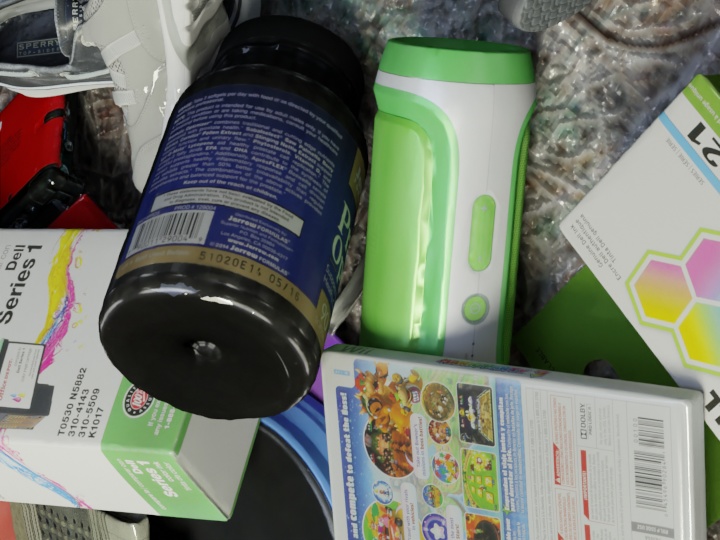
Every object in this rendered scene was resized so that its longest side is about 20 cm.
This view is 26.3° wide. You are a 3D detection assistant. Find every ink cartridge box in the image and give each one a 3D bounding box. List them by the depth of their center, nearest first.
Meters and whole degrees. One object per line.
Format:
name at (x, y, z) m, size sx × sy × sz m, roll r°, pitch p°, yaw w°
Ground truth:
ink cartridge box at (0.151, 0.031, 0.712) m, size 0.200 × 0.075 × 0.148 m, roll -49°, pitch 66°, yaw 33°
ink cartridge box at (-0.157, 0.056, 0.894) m, size 0.198 × 0.084 × 0.146 m, roll 1°, pitch 57°, yaw 24°

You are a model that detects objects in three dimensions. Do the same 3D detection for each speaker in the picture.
speaker at (0.042, -0.015, 0.790) m, size 0.088 × 0.088 × 0.202 m, roll 14°, pitch 106°, yaw 37°

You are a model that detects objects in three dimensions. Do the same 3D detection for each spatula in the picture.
spatula at (0.000, 0.000, 0.869) m, size 0.056 × 0.020 × 0.201 m, roll 37°, pitch 117°, yaw 29°

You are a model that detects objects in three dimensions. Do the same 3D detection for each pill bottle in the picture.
pill bottle at (-0.057, -0.034, 0.798) m, size 0.111 × 0.112 × 0.201 m, roll -23°, pitch 39°, yaw 39°

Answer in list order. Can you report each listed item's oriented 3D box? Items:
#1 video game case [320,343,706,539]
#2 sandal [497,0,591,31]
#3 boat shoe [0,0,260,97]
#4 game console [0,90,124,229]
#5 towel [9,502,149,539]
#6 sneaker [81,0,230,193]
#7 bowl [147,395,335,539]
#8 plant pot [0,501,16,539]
video game case at (0.069, 0.115, 0.735) m, size 0.199 × 0.018 × 0.145 m, roll 5°, pitch 107°, yaw 35°
sandal at (0.115, -0.207, 0.716) m, size 0.043 × 0.076 × 0.201 m, roll 31°, pitch 105°, yaw 30°
boat shoe at (-0.157, -0.149, 0.928) m, size 0.198 × 0.068 × 0.073 m, roll -4°, pitch 83°, yaw 27°
game console at (-0.211, -0.015, 1.045) m, size 0.200 × 0.118 × 0.174 m, roll -36°, pitch 42°, yaw 36°
towel at (-0.162, 0.225, 0.998) m, size 0.192 × 0.034 × 0.202 m, roll 10°, pitch 115°, yaw 52°
sneaker at (-0.118, -0.130, 0.871) m, size 0.081 × 0.075 × 0.201 m, roll 19°, pitch 128°, yaw 17°
bowl at (-0.063, 0.167, 0.929) m, size 0.199 × 0.039 × 0.203 m, roll 10°, pitch 105°, yaw 39°
plant pot at (-0.342, 0.163, 1.059) m, size 0.200 × 0.176 × 0.202 m, roll 22°, pitch 121°, yaw 44°
